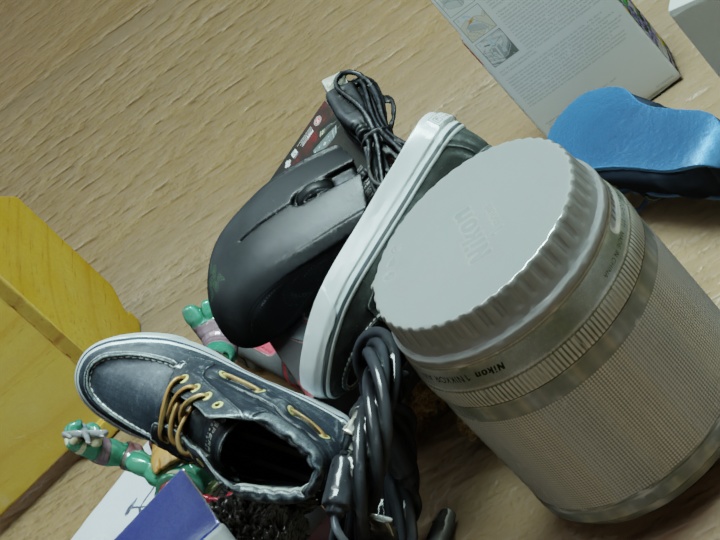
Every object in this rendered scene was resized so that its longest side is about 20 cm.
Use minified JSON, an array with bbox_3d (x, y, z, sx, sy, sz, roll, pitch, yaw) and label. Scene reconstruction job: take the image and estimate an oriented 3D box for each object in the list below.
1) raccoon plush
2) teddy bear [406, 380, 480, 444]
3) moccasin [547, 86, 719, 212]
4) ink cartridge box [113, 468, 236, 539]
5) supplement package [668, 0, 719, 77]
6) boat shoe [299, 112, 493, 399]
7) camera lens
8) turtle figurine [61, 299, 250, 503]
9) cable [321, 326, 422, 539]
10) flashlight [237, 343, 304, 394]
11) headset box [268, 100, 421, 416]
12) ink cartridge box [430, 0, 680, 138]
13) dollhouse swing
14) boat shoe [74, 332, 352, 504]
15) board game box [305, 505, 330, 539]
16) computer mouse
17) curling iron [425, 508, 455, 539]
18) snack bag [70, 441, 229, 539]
[{"bbox_3d":[-0.042,0.199,1.374,0.200,0.097,0.134,-44,66,-5],"label":"raccoon plush"},{"bbox_3d":[0.067,0.054,1.470,0.199,0.067,0.146,-16,42,43],"label":"teddy bear"},{"bbox_3d":[0.198,-0.073,1.467,0.081,0.068,0.200,-55,28,-2],"label":"moccasin"},{"bbox_3d":[-0.124,0.262,1.323,0.198,0.047,0.200,-47,71,20],"label":"ink cartridge box"},{"bbox_3d":[0.313,-0.209,1.397,0.150,0.152,0.201,-22,36,35],"label":"supplement package"},{"bbox_3d":[0.027,0.001,1.341,0.201,0.071,0.072,-64,-18,15],"label":"boat shoe"},{"bbox_3d":[0.124,0.040,1.272,0.160,0.200,0.160,-32,31,21],"label":"camera lens"},{"bbox_3d":[-0.130,0.109,1.492,0.149,0.101,0.200,-17,31,9],"label":"turtle figurine"},{"bbox_3d":[0.006,0.128,1.303,0.050,0.200,0.164,0,68,8],"label":"cable"},{"bbox_3d":[-0.058,0.050,1.640,0.068,0.068,0.200,-51,29,-8],"label":"flashlight"},{"bbox_3d":[0.000,0.000,1.471,0.149,0.075,0.200,-54,40,15],"label":"headset box"},{"bbox_3d":[0.132,-0.187,1.557,0.109,0.200,0.050,-35,30,18],"label":"ink cartridge box"},{"bbox_3d":[-0.314,0.073,1.810,0.176,0.200,0.182,-37,29,16],"label":"dollhouse swing"},{"bbox_3d":[-0.100,0.090,1.344,0.091,0.199,0.071,-13,-62,-73],"label":"boat shoe"},{"bbox_3d":[-0.116,0.220,1.519,0.199,0.043,0.200,-47,28,-5],"label":"board game box"},{"bbox_3d":[-0.046,-0.035,1.439,0.200,0.053,0.139,-50,42,20],"label":"computer mouse"},{"bbox_3d":[0.020,0.231,1.343,0.049,0.026,0.201,-11,43,42],"label":"curling iron"},{"bbox_3d":[-0.151,0.190,1.537,0.189,0.021,0.200,-53,29,-17],"label":"snack bag"}]
